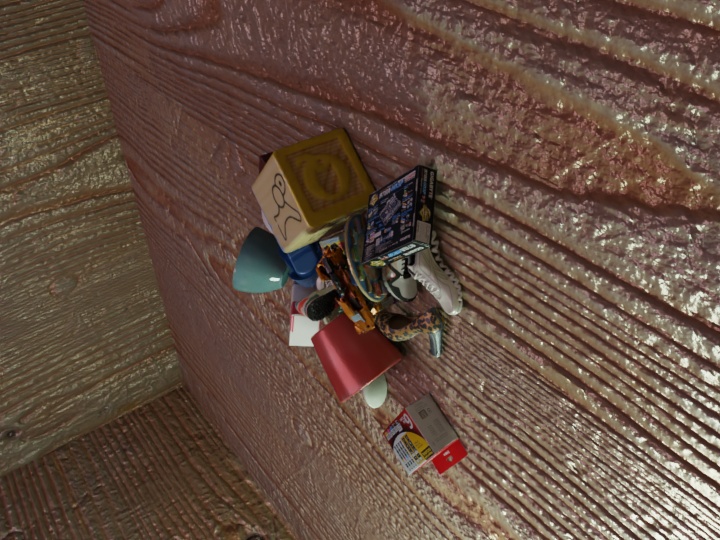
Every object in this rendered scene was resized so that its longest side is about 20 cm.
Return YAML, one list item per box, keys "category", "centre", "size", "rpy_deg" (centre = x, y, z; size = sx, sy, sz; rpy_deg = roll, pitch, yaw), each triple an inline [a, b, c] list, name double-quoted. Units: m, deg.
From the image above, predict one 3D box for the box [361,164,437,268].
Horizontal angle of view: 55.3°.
- category: "box"
  centre: [0.074, -0.103, 1.381]
  size: [0.200, 0.046, 0.160]
  rpy_deg: [-24, 55, 58]

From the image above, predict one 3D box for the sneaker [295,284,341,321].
- category: "sneaker"
  centre: [-0.074, 0.061, 1.712]
  size: [0.093, 0.199, 0.071]
  rpy_deg: [14, 123, 51]

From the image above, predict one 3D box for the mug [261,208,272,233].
- category: "mug"
  centre: [-0.179, -0.179, 1.794]
  size: [0.175, 0.147, 0.202]
  rpy_deg: [18, 98, 64]

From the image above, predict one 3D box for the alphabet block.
- category: "alphabet block"
  centre: [-0.110, -0.181, 1.588]
  size: [0.196, 0.196, 0.200]
  rpy_deg: [62, 153, 2]

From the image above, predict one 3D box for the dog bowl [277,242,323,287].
- category: "dog bowl"
  centre: [-0.152, -0.033, 1.857]
  size: [0.050, 0.111, 0.200]
  rpy_deg: [57, -178, -45]

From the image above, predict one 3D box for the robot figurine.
- category: "robot figurine"
  centre: [-0.030, 0.035, 1.509]
  size: [0.201, 0.058, 0.145]
  rpy_deg: [56, -161, -12]

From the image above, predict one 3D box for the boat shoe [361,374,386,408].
- category: "boat shoe"
  centre: [0.020, 0.275, 1.881]
  size: [0.071, 0.070, 0.202]
  rpy_deg: [-155, 51, -66]

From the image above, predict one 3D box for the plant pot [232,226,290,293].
- category: "plant pot"
  centre: [-0.282, -0.014, 2.070]
  size: [0.134, 0.201, 0.201]
  rpy_deg: [20, 140, 7]

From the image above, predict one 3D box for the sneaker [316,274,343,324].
- category: "sneaker"
  centre: [-0.054, 0.085, 1.795]
  size: [0.088, 0.077, 0.201]
  rpy_deg: [10, 127, 37]

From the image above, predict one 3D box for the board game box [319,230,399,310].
- category: "board game box"
  centre: [0.000, 0.000, 1.638]
  size: [0.103, 0.104, 0.201]
  rpy_deg: [-9, 105, 61]

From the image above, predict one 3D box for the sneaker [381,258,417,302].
- category: "sneaker"
  centre: [0.087, -0.023, 1.502]
  size: [0.080, 0.073, 0.201]
  rpy_deg: [6, 118, 57]

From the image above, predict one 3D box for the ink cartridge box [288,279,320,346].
- category: "ink cartridge box"
  centre: [-0.152, 0.088, 1.904]
  size: [0.146, 0.084, 0.201]
  rpy_deg: [101, 169, -49]

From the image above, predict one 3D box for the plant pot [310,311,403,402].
- category: "plant pot"
  centre: [-0.019, 0.201, 1.723]
  size: [0.178, 0.200, 0.200]
  rpy_deg: [55, 152, 7]

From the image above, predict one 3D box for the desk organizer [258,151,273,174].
- category: "desk organizer"
  centre: [-0.237, -0.230, 1.909]
  size: [0.077, 0.071, 0.201]
  rpy_deg: [52, 150, 28]

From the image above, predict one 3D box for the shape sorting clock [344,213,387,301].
- category: "shape sorting clock"
  centre: [0.019, -0.030, 1.520]
  size: [0.039, 0.200, 0.201]
  rpy_deg: [-11, 106, 25]

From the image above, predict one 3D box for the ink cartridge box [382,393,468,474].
- category: "ink cartridge box"
  centre: [0.160, 0.435, 1.734]
  size: [0.176, 0.083, 0.200]
  rpy_deg: [55, 151, 18]

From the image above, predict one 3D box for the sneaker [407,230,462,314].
- category: "sneaker"
  centre: [0.142, 0.006, 1.420]
  size: [0.201, 0.081, 0.075]
  rpy_deg: [63, 151, 1]

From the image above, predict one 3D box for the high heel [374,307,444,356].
- category: "high heel"
  centre: [0.105, 0.103, 1.561]
  size: [0.199, 0.071, 0.143]
  rpy_deg: [25, 142, 29]
